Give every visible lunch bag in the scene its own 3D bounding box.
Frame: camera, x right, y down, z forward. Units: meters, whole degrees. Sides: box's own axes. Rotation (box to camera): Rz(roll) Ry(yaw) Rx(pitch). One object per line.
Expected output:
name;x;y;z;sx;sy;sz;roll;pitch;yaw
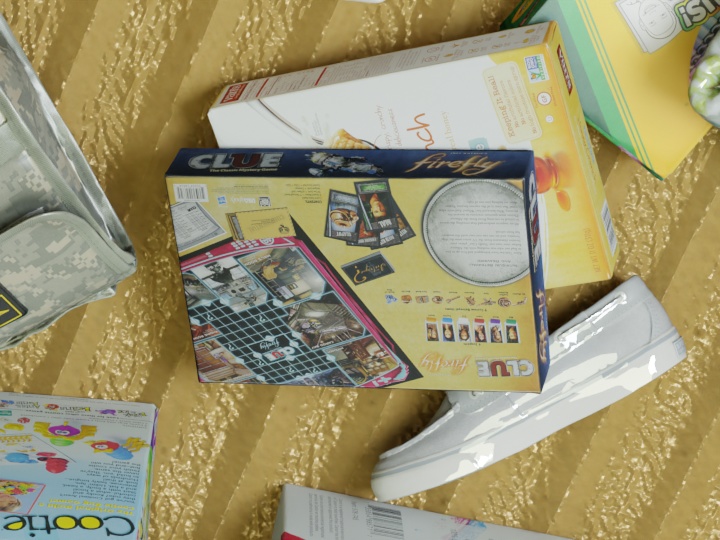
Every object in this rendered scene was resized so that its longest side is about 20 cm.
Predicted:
lunch bag;-0.235;-0.036;1.356;0.163;0.118;0.201;-28;113;8

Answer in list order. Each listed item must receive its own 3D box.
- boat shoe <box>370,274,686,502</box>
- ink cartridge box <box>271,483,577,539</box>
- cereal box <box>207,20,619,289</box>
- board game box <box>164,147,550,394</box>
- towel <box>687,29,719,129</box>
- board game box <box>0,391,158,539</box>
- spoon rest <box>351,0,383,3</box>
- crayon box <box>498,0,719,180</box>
boat shoe;0.088;0.068;1.427;0.199;0.072;0.069;-28;86;15
ink cartridge box;0.037;0.232;1.436;0.199;0.145;0.145;11;109;-5
cereal box;0.030;-0.049;1.364;0.199;0.040;0.145;-10;115;19
board game box;0.000;0.000;1.356;0.199;0.035;0.136;2;120;14
towel;0.271;-0.142;1.314;0.200;0.171;0.048;-49;60;11
board game box;-0.172;0.155;1.376;0.104;0.200;0.104;5;109;-3
spoon rest;0.007;-0.247;1.316;0.099;0.061;0.201;12;110;30
crayon box;0.183;-0.165;1.350;0.119;0.058;0.200;37;104;-12
